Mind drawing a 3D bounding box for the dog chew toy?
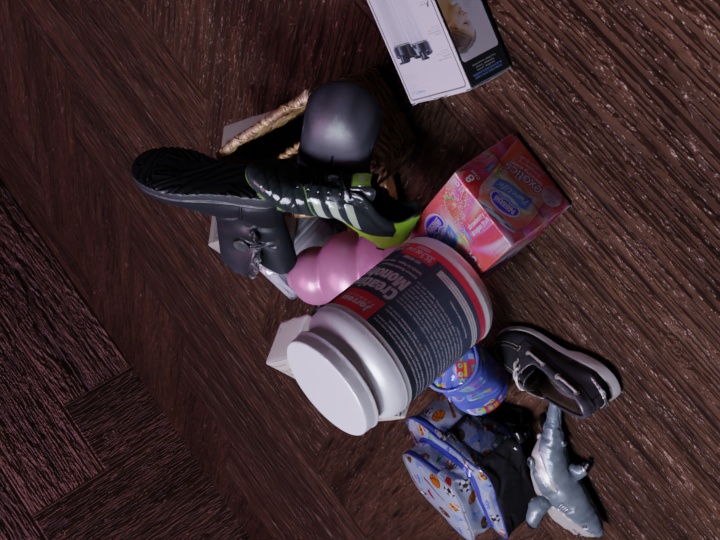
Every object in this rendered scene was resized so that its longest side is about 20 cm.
[{"bbox_3d":[0.000,0.000,1.312,0.200,0.125,0.125,-7,120,17],"label":"dog chew toy"}]

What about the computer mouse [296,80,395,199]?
[{"bbox_3d":[-0.023,-0.127,1.135,0.138,0.053,0.200,12,144,5],"label":"computer mouse"}]

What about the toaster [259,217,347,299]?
[{"bbox_3d":[-0.104,-0.045,1.475,0.114,0.129,0.200,45,175,-40],"label":"toaster"}]

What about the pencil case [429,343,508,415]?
[{"bbox_3d":[0.129,0.129,1.251,0.200,0.087,0.078,42,-150,-65],"label":"pencil case"}]

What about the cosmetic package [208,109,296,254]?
[{"bbox_3d":[-0.145,-0.118,1.415,0.105,0.200,0.071,-11,150,29],"label":"cosmetic package"}]

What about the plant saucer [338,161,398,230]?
[{"bbox_3d":[-0.013,-0.136,1.369,0.200,0.032,0.200,43,152,30],"label":"plant saucer"}]

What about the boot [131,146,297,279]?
[{"bbox_3d":[-0.181,-0.065,1.260,0.200,0.077,0.168,9,143,7],"label":"boot"}]

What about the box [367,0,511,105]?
[{"bbox_3d":[0.065,-0.280,1.030,0.117,0.060,0.200,-1,117,62],"label":"box"}]

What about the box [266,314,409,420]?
[{"bbox_3d":[-0.024,0.139,1.391,0.200,0.068,0.082,30,154,-24],"label":"box"}]

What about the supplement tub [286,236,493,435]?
[{"bbox_3d":[0.034,0.069,1.087,0.140,0.200,0.140,38,151,26],"label":"supplement tub"}]

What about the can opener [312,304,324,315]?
[{"bbox_3d":[0.034,0.068,1.361,0.063,0.200,0.079,-106,26,-74],"label":"can opener"}]

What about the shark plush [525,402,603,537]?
[{"bbox_3d":[0.268,0.248,1.290,0.083,0.091,0.200,4,103,38],"label":"shark plush"}]

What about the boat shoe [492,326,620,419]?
[{"bbox_3d":[0.219,0.124,1.197,0.200,0.060,0.074,25,145,51],"label":"boat shoe"}]

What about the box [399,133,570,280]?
[{"bbox_3d":[0.131,-0.051,1.120,0.103,0.095,0.200,54,155,7],"label":"box"}]

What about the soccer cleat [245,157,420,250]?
[{"bbox_3d":[-0.027,-0.088,1.106,0.200,0.068,0.081,21,140,-15],"label":"soccer cleat"}]

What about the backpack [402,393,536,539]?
[{"bbox_3d":[0.149,0.268,1.400,0.190,0.154,0.200,44,156,51],"label":"backpack"}]

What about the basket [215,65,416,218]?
[{"bbox_3d":[-0.052,-0.138,1.227,0.200,0.149,0.143,-24,96,41],"label":"basket"}]
